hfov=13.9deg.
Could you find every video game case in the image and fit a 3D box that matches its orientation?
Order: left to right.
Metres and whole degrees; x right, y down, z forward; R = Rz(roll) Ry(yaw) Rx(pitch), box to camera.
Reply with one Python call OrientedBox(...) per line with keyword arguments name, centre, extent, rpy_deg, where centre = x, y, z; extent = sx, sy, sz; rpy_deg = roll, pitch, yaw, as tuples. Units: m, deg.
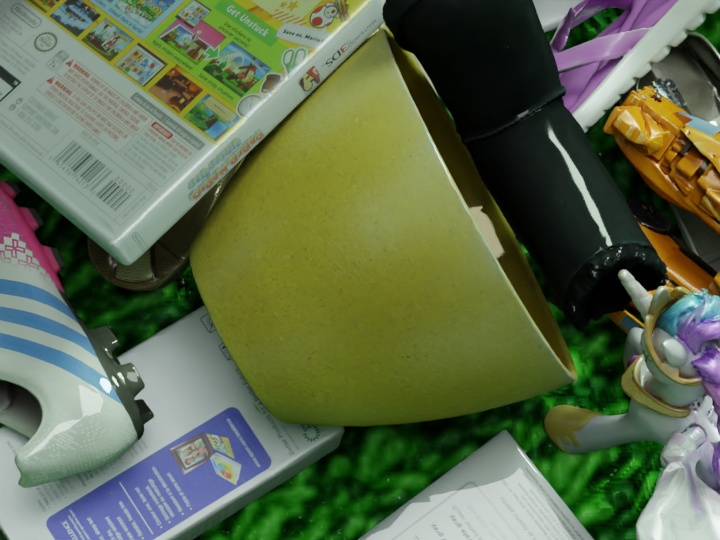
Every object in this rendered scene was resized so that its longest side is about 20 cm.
OrientedBox(name="video game case", centre=(-0.109, -0.111, 1.495), extent=(0.182, 0.023, 0.200), rpy_deg=(-44, 46, -9))

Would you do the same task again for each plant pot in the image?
OrientedBox(name="plant pot", centre=(0.000, 0.000, 1.480), extent=(0.142, 0.200, 0.200), rpy_deg=(-29, 76, 7))

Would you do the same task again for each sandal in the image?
OrientedBox(name="sandal", centre=(-0.079, -0.071, 1.584), extent=(0.080, 0.054, 0.200), rpy_deg=(27, 75, 14))
OrientedBox(name="sandal", centre=(0.131, -0.128, 1.586), extent=(0.203, 0.082, 0.050), rpy_deg=(-42, 106, 8))

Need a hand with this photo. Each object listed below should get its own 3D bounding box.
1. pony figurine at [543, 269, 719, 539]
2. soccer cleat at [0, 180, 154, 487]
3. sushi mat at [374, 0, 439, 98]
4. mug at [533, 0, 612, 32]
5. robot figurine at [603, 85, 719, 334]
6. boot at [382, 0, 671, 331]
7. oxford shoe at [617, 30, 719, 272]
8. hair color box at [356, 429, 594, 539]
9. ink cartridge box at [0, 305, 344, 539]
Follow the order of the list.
OrientedBox(name="pony figurine", centre=(0.179, 0.097, 1.477), extent=(0.166, 0.200, 0.193), rpy_deg=(-37, 79, -16))
OrientedBox(name="soccer cleat", centre=(-0.184, 0.026, 1.509), extent=(0.086, 0.070, 0.200), rpy_deg=(-28, 55, -13))
OrientedBox(name="sushi mat", centre=(-0.003, -0.083, 1.566), extent=(0.096, 0.012, 0.200), rpy_deg=(-31, 105, -21))
OrientedBox(name="mug", centre=(0.052, -0.224, 1.612), extent=(0.200, 0.148, 0.176), rpy_deg=(-28, 66, 17))
OrientedBox(name="robot figurine", centre=(0.195, 0.003, 1.555), extent=(0.200, 0.058, 0.145), rpy_deg=(40, 116, 16))
OrientedBox(name="boot", centre=(0.085, -0.062, 1.464), extent=(0.073, 0.198, 0.163), rpy_deg=(-28, 73, 3))
OrientedBox(name="oxford shoe", centre=(0.203, -0.047, 1.603), extent=(0.075, 0.058, 0.200), rpy_deg=(-28, 78, -16))
OrientedBox(name="hair color box", centre=(0.024, 0.183, 1.507), extent=(0.200, 0.061, 0.099), rpy_deg=(-36, 78, -16))
OrientedBox(name="ink cartridge box", centre=(-0.117, 0.098, 1.532), extent=(0.200, 0.039, 0.100), rpy_deg=(-30, 77, -16))
